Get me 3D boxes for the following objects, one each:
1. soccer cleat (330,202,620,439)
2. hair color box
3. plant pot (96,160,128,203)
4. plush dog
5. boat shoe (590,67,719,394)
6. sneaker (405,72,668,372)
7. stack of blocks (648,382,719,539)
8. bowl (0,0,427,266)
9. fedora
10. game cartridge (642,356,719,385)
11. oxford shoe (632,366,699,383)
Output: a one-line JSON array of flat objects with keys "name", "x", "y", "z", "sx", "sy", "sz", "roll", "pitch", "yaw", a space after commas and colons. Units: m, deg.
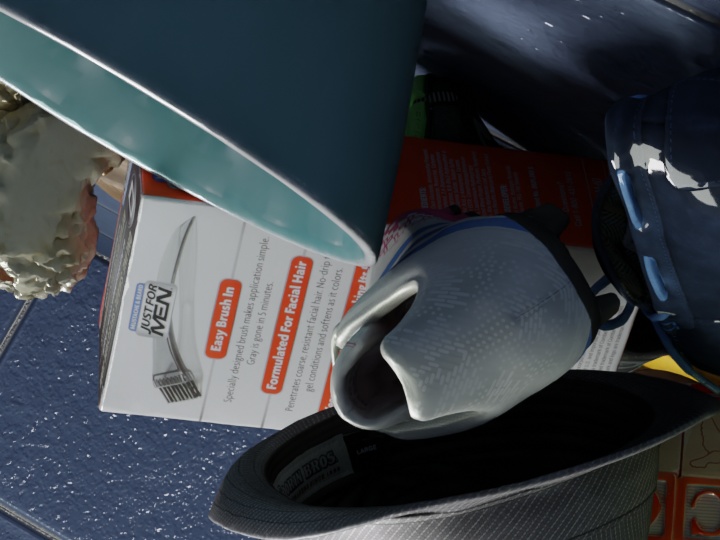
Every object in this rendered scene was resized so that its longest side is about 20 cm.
[{"name": "soccer cleat", "x": 0.018, "y": 0.020, "z": 0.892, "sx": 0.070, "sy": 0.086, "sz": 0.200, "roll": 58, "pitch": 167, "yaw": -1}, {"name": "hair color box", "x": 0.003, "y": 0.006, "z": 1.028, "sx": 0.199, "sy": 0.111, "sz": 0.064, "roll": 6, "pitch": -141, "yaw": -12}, {"name": "plant pot", "x": -0.064, "y": -0.058, "z": 1.282, "sx": 0.200, "sy": 0.093, "sz": 0.201, "roll": 28, "pitch": 174, "yaw": 3}, {"name": "plush dog", "x": -0.128, "y": -0.113, "z": 1.077, "sx": 0.201, "sy": 0.160, "sz": 0.172, "roll": 63, "pitch": 177, "yaw": -20}, {"name": "boat shoe", "x": 0.107, "y": -0.022, "z": 0.850, "sx": 0.068, "sy": 0.085, "sz": 0.200, "roll": 4, "pitch": 156, "yaw": 7}, {"name": "sneaker", "x": 0.076, "y": -0.021, "z": 1.103, "sx": 0.083, "sy": 0.077, "sz": 0.200, "roll": -15, "pitch": 142, "yaw": 27}, {"name": "stack of blocks", "x": 0.131, "y": 0.105, "z": 1.073, "sx": 0.058, "sy": 0.116, "sz": 0.200, "roll": 3, "pitch": 164, "yaw": 9}, {"name": "bowl", "x": -0.058, "y": -0.096, "z": 0.870, "sx": 0.200, "sy": 0.105, "sz": 0.201, "roll": 29, "pitch": 175, "yaw": 3}, {"name": "fedora", "x": 0.041, "y": 0.098, "z": 0.927, "sx": 0.176, "sy": 0.091, "sz": 0.200, "roll": -17, "pitch": -169, "yaw": -29}, {"name": "game cartridge", "x": 0.212, "y": 0.068, "z": 1.324, "sx": 0.199, "sy": 0.033, "sz": 0.176, "roll": 27, "pitch": 174, "yaw": 5}, {"name": "oxford shoe", "x": 0.203, "y": 0.097, "z": 1.245, "sx": 0.199, "sy": 0.072, "sz": 0.071, "roll": 30, "pitch": 146, "yaw": -17}]
